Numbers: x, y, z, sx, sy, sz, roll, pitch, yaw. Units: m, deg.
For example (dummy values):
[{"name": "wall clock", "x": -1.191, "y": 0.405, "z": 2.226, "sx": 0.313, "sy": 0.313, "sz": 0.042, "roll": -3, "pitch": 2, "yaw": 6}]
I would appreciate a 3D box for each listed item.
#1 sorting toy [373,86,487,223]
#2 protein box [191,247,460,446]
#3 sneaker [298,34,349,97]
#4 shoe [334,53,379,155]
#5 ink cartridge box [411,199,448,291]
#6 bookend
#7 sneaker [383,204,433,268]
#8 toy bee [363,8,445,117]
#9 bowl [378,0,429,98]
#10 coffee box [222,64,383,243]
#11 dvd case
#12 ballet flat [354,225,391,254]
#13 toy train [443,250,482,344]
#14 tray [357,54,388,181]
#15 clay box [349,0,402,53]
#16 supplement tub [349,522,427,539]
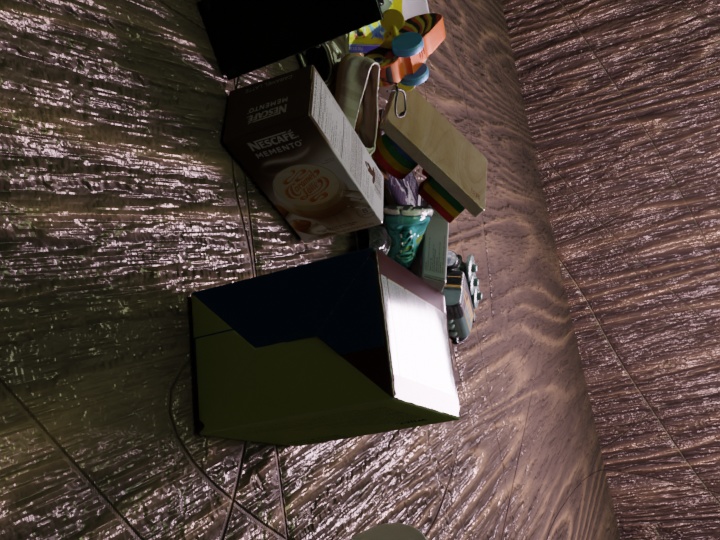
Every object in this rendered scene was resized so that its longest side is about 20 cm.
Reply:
[{"name": "sorting toy", "x": 0.101, "y": -0.177, "z": 1.349, "sx": 0.198, "sy": 0.070, "sz": 0.201, "roll": 41, "pitch": 28, "yaw": -13}, {"name": "protein box", "x": -0.028, "y": 0.086, "z": 0.860, "sx": 0.200, "sy": 0.196, "sz": 0.137, "roll": 30, "pitch": 50, "yaw": -63}, {"name": "sneaker", "x": -0.056, "y": -0.332, "z": 1.224, "sx": 0.075, "sy": 0.069, "sz": 0.204, "roll": 9, "pitch": 68, "yaw": -63}, {"name": "shoe", "x": -0.009, "y": -0.193, "z": 1.205, "sx": 0.069, "sy": 0.053, "sz": 0.204, "roll": -10, "pitch": 109, "yaw": -54}, {"name": "ink cartridge box", "x": 0.104, "y": -0.011, "z": 1.438, "sx": 0.175, "sy": 0.043, "sz": 0.202, "roll": 109, "pitch": -9, "yaw": -50}, {"name": "bookend", "x": -0.054, "y": -0.315, "z": 1.032, "sx": 0.093, "sy": 0.196, "sz": 0.200, "roll": 68, "pitch": 21, "yaw": -15}, {"name": "sneaker", "x": 0.070, "y": -0.052, "z": 1.333, "sx": 0.200, "sy": 0.076, "sz": 0.081, "roll": 79, "pitch": 14, "yaw": -77}, {"name": "toy bee", "x": 0.043, "y": -0.312, "z": 1.271, "sx": 0.200, "sy": 0.107, "sz": 0.133, "roll": -44, "pitch": 139, "yaw": -52}, {"name": "bowl", "x": 0.049, "y": -0.409, "z": 1.475, "sx": 0.201, "sy": 0.073, "sz": 0.202, "roll": 67, "pitch": 35, "yaw": -49}, {"name": "coffee box", "x": -0.061, "y": -0.129, "z": 1.026, "sx": 0.200, "sy": 0.113, "sz": 0.081, "roll": 52, "pitch": 32, "yaw": -47}, {"name": "dvd case", "x": 0.064, "y": -0.155, "z": 1.506, "sx": 0.150, "sy": 0.016, "sz": 0.201, "roll": -82, "pitch": 151, "yaw": -45}, {"name": "ballet flat", "x": 0.000, "y": 0.000, "z": 1.217, "sx": 0.056, "sy": 0.067, "sz": 0.201, "roll": 29, "pitch": 34, "yaw": -9}, {"name": "toy train", "x": 0.164, "y": 0.049, "z": 1.547, "sx": 0.201, "sy": 0.084, "sz": 0.116, "roll": 67, "pitch": 32, "yaw": -58}, {"name": "tray", "x": -0.003, "y": -0.244, "z": 1.358, "sx": 0.098, "sy": 0.036, "sz": 0.204, "roll": 24, "pitch": 55, "yaw": -65}, {"name": "clay box", "x": 0.008, "y": -0.426, "z": 1.296, "sx": 0.114, "sy": 0.047, "sz": 0.204, "roll": -12, "pitch": 108, "yaw": -38}, {"name": "supplement tub", "x": 0.052, "y": 0.396, "z": 0.963, "sx": 0.145, "sy": 0.142, "sz": 0.202, "roll": -67, "pitch": 140, "yaw": -57}]
